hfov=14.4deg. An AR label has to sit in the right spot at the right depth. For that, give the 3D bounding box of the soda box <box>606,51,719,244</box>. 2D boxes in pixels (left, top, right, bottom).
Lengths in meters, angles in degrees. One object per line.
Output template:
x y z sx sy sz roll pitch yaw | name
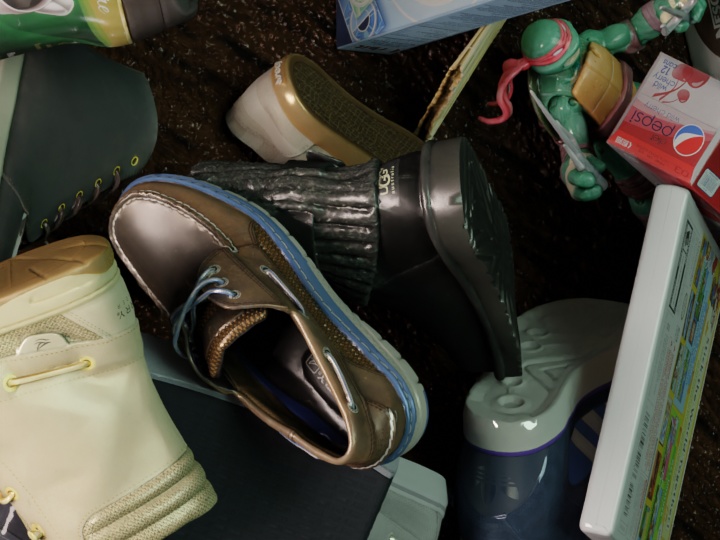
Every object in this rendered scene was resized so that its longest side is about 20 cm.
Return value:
0.224 -0.053 1.679 0.064 0.070 0.200 -58 143 -3 | soda box

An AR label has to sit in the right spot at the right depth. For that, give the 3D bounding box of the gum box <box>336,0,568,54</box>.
0.059 -0.222 1.573 0.044 0.200 0.171 4 80 -38 | gum box

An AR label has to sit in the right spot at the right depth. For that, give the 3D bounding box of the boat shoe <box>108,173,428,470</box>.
-0.055 0.022 1.414 0.200 0.072 0.072 38 23 17 | boat shoe

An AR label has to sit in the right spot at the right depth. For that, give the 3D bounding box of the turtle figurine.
0.152 -0.103 1.697 0.200 0.100 0.150 39 77 -47 | turtle figurine

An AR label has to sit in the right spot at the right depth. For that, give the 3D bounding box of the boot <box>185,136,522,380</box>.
0.000 -0.003 1.541 0.211 0.157 0.080 64 22 -54 | boot

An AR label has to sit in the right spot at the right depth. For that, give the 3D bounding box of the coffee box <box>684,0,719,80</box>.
0.322 -0.238 1.794 0.199 0.197 0.201 -14 93 -38 | coffee box

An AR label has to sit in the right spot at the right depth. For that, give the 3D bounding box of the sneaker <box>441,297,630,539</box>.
0.112 0.114 1.657 0.200 0.080 0.147 -41 135 -56 | sneaker

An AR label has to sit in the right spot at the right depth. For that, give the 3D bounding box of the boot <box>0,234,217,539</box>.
-0.183 0.087 1.360 0.199 0.073 0.156 -23 109 2 | boot

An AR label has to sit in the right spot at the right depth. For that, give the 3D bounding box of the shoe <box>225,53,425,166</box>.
0.005 -0.050 1.604 0.200 0.053 0.070 39 28 -33 | shoe

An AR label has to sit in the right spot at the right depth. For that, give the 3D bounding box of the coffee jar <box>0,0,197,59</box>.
-0.180 -0.147 1.377 0.199 0.085 0.105 -12 98 -1 | coffee jar

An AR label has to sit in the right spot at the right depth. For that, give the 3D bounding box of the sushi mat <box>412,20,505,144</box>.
0.089 -0.161 1.662 0.012 0.096 0.200 32 60 2 | sushi mat

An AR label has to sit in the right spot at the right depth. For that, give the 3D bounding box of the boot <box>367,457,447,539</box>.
-0.038 0.132 1.519 0.199 0.073 0.096 23 69 -32 | boot

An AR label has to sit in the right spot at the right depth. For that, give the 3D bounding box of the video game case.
0.173 0.069 1.654 0.182 0.023 0.201 43 58 -70 | video game case

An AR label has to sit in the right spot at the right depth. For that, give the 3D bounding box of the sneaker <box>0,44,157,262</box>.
-0.162 -0.034 1.442 0.106 0.075 0.201 23 68 -33 | sneaker

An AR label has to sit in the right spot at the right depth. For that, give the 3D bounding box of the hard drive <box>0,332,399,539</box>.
-0.085 0.113 1.448 0.199 0.042 0.135 21 97 -21 | hard drive
